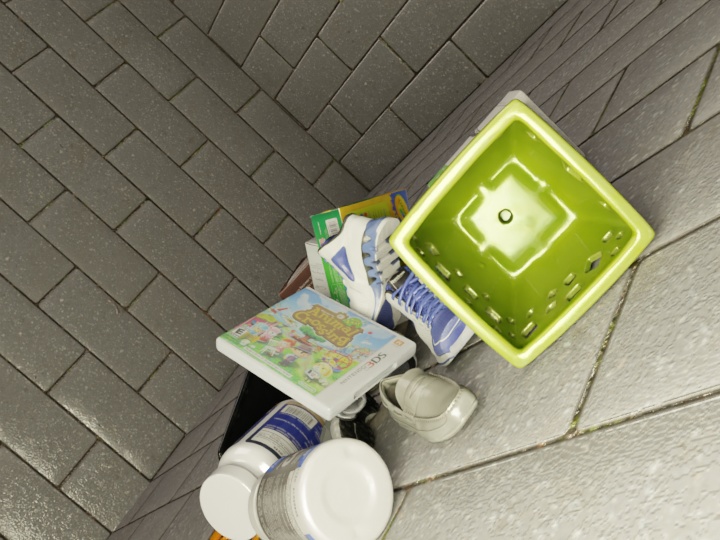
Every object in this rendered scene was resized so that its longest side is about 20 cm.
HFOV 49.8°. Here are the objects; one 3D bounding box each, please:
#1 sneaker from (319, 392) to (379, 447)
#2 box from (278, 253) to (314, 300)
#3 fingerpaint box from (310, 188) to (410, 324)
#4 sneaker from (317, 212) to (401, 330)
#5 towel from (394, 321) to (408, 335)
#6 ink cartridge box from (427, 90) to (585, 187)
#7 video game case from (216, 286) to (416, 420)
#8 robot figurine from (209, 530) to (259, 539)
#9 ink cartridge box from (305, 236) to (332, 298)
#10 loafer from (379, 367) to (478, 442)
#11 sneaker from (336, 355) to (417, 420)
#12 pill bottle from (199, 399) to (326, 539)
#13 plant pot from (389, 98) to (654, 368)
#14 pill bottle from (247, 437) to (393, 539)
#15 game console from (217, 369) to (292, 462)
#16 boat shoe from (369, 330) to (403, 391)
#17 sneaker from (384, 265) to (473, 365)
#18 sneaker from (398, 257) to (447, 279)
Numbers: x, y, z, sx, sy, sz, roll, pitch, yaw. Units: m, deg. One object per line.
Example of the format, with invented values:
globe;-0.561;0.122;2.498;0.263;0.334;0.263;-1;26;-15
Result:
sneaker;-0.024;0.217;1.090;0.080;0.073;0.201;-51;7;18
box;-0.020;0.028;1.493;0.166;0.200;0.165;-44;8;24
fingerpaint box;0.021;-0.012;1.241;0.073;0.204;0.165;-9;9;45
sneaker;0.000;-0.001;1.122;0.080;0.114;0.203;-30;-48;-42
towel;0.018;0.140;1.365;0.200;0.034;0.133;-44;10;28
ink cartridge box;0.224;-0.155;1.204;0.201;0.145;0.084;-48;8;7
video game case;-0.056;0.098;1.010;0.181;0.198;0.022;-29;-45;-44
robot figurine;-0.178;0.394;1.149;0.201;0.058;0.145;-50;8;-1
ink cartridge box;0.000;-0.001;1.325;0.043;0.177;0.199;10;30;39
loafer;0.070;0.148;0.883;0.070;0.070;0.200;-49;7;-20
sneaker;0.002;0.148;1.052;0.114;0.196;0.077;55;134;53
pill bottle;-0.125;0.270;1.061;0.116;0.116;0.200;-44;-4;30
plant pot;0.169;-0.050;0.851;0.199;0.200;0.182;-47;2;15
pill bottle;-0.054;0.261;0.882;0.114;0.114;0.200;-53;9;-32
game console;-0.186;0.280;1.319;0.176;0.115;0.202;-51;17;49
boat shoe;-0.002;0.163;1.234;0.199;0.072;0.060;-35;11;40
sneaker;0.086;0.051;1.038;0.081;0.115;0.199;-50;6;2
sneaker;0.120;-0.012;1.149;0.197;0.075;0.088;2;52;42
